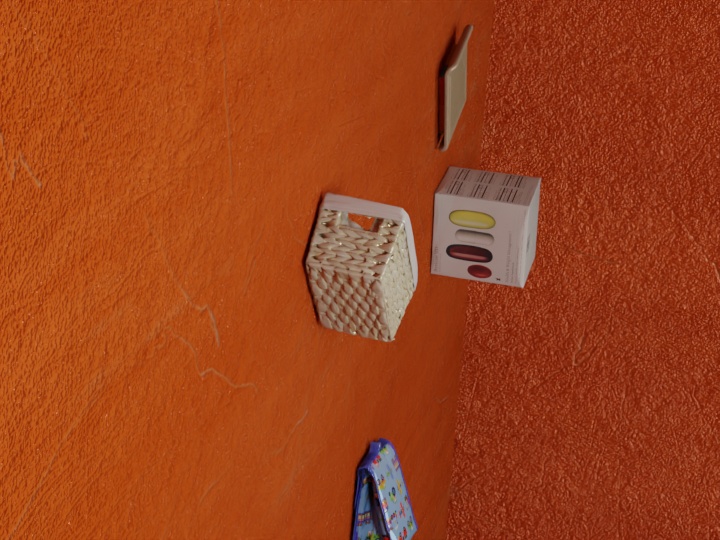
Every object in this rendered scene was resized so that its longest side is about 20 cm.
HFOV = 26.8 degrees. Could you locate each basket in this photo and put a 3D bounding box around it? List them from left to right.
[{"bbox_3d":[0.000,0.000,2.223,0.200,0.135,0.124,79,27,-56],"label":"basket"}]

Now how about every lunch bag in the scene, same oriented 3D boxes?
[{"bbox_3d":[0.038,0.412,2.779,0.151,0.093,0.202,-38,126,-68],"label":"lunch bag"}]

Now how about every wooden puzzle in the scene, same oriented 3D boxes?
[{"bbox_3d":[0.184,-0.365,3.010,0.185,0.037,0.201,-67,165,-50],"label":"wooden puzzle"}]

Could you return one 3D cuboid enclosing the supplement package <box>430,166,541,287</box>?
[{"bbox_3d":[0.260,-0.092,3.139,0.147,0.198,0.193,-58,153,-58],"label":"supplement package"}]
